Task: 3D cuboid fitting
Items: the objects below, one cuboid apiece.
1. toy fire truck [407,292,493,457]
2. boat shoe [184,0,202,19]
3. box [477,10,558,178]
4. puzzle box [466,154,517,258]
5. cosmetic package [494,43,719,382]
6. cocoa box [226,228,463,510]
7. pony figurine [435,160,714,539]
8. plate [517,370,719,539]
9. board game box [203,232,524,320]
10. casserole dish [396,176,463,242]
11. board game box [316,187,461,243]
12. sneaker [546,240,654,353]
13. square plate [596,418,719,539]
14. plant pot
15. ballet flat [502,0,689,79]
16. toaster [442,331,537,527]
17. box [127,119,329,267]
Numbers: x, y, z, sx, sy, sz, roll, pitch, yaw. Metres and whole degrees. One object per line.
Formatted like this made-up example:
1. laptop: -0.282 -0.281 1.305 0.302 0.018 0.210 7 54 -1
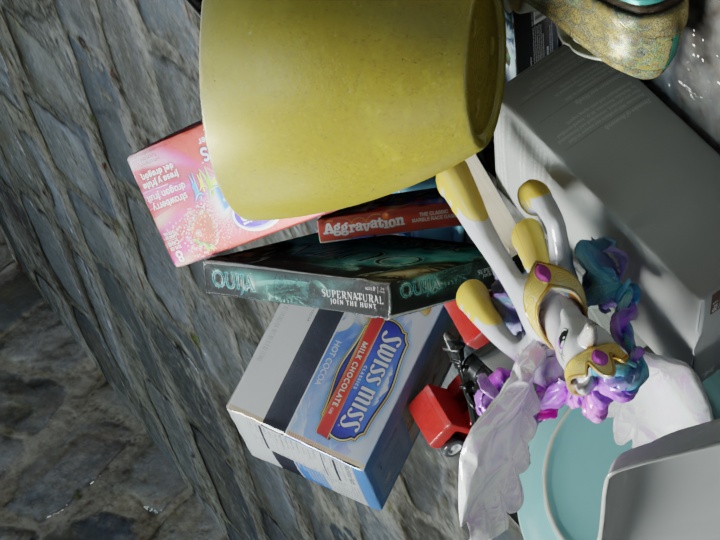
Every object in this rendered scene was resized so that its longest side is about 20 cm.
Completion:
1. toy fire truck: 0.115 0.090 1.508 0.199 0.141 0.049 19 -149 -44
2. boat shoe: -0.105 -0.196 1.441 0.201 0.057 0.067 54 161 13
3. box: 0.080 -0.156 1.278 0.137 0.040 0.201 48 161 33
4. puzzle box: 0.050 -0.102 1.268 0.201 0.025 0.133 60 -176 -6
5. cosmetic package: 0.171 -0.038 1.150 0.200 0.090 0.107 46 161 26
6. cocoa box: -0.003 0.075 1.572 0.130 0.201 0.134 22 163 16
7. pony figurine: 0.113 0.050 1.113 0.201 0.165 0.194 -117 12 -47
8. plate: 0.185 0.137 1.251 0.026 0.201 0.200 26 -165 -51
9. board game box: 0.000 0.000 1.343 0.199 0.135 0.028 6 105 46
10. casserole dish: 0.015 -0.090 1.594 0.200 0.039 0.121 49 162 27
11. board game box: 0.026 -0.044 1.408 0.200 0.102 0.020 -60 -39 -83
12. sneaker: 0.180 0.016 1.247 0.200 0.073 0.080 27 128 54
13. square plate: 0.226 0.126 1.108 0.201 0.196 0.029 87 166 -59
14. plant pot: 0.007 -0.126 1.097 0.141 0.201 0.201 4 139 16
15. ballet flat: 0.113 -0.171 1.099 0.200 0.070 0.071 40 156 40
16. toaster: 0.167 0.134 1.405 0.181 0.118 0.201 45 160 36
17. box: -0.059 -0.083 1.370 0.199 0.100 0.096 -19 98 37
